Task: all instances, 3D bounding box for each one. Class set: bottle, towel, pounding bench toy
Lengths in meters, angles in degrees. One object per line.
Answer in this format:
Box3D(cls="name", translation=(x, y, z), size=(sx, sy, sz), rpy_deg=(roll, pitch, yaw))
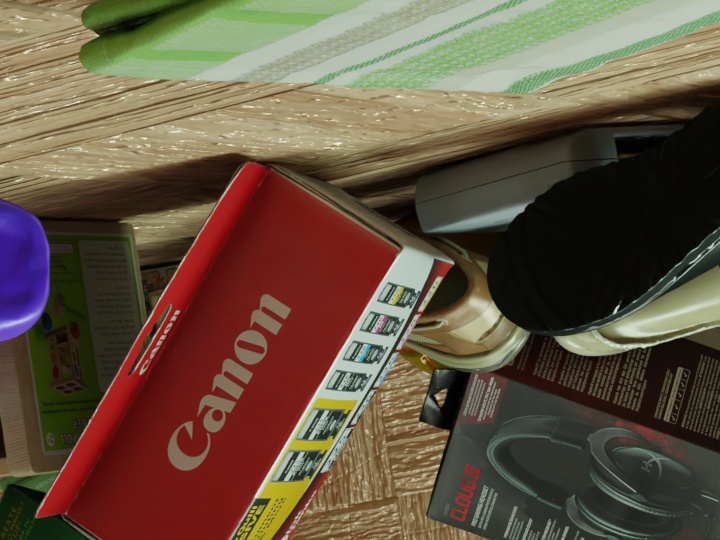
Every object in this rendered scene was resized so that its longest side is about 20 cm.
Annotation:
Box3D(cls="bottle", translation=(-0.219, 0.012, 1.092), size=(0.083, 0.066, 0.199), rpy_deg=(6, 167, -34))
Box3D(cls="towel", translation=(0.033, -0.087, 0.713), size=(0.199, 0.031, 0.149), rpy_deg=(-2, 169, -45))
Box3D(cls="pounding bench toy", translation=(-0.189, 0.050, 1.262), size=(0.155, 0.125, 0.200), rpy_deg=(-12, 175, 27))

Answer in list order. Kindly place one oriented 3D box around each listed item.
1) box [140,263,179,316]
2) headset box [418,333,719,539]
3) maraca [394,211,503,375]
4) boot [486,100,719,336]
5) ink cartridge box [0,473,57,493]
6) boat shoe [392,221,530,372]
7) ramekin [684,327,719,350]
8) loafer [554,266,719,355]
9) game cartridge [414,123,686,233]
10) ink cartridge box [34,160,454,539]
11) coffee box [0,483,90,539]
Box3D(cls="box", translation=(-0.065, 0.019, 1.578), size=(0.198, 0.040, 0.137), rpy_deg=(-9, 168, -4))
Box3D(cls="headset box", translation=(0.133, 0.099, 1.353), size=(0.199, 0.078, 0.149), rpy_deg=(19, 138, 3))
Box3D(cls="maraca", translation=(0.049, 0.009, 1.437), size=(0.199, 0.108, 0.137), rpy_deg=(16, 174, 5))
Box3D(cls="boot", translation=(0.176, -0.022, 1.189), size=(0.198, 0.074, 0.162), rpy_deg=(-34, 159, 17))
Box3D(cls="ink cartridge box", translation=(-0.170, 0.081, 1.402), size=(0.103, 0.060, 0.200), rpy_deg=(-26, -153, -5))
Box3D(cls="boat shoe", translation=(0.000, 0.000, 1.295), size=(0.199, 0.076, 0.074), rpy_deg=(9, 163, 33))
Box3D(cls="ramekin", translation=(0.279, 0.026, 1.415), size=(0.199, 0.105, 0.201), rpy_deg=(-26, -150, 16))
Box3D(cls="loafer", translation=(0.187, -0.007, 1.297), size=(0.199, 0.076, 0.068), rpy_deg=(-18, 179, -29))
Box3D(cls="game cartridge", translation=(0.130, -0.050, 1.278), size=(0.199, 0.041, 0.133), rpy_deg=(-5, 170, -44))
Box3D(cls="ink cartridge box", translation=(-0.053, 0.056, 1.152), size=(0.084, 0.201, 0.176), rpy_deg=(31, -175, 13))
Box3D(cls="coffee box", translation=(-0.093, 0.174, 1.210), size=(0.123, 0.044, 0.199), rpy_deg=(20, -176, -45))
